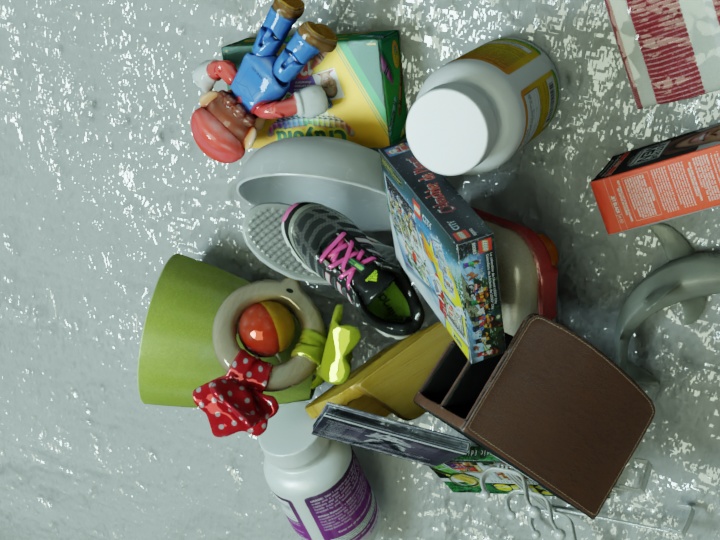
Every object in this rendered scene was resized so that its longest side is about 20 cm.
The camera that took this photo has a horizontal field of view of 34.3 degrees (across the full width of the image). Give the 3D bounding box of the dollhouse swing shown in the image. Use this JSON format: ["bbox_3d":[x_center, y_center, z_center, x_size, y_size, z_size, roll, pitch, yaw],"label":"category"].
[{"bbox_3d":[0.073,0.167,1.295,0.176,0.181,0.200,56,156,-1],"label":"dollhouse swing"}]

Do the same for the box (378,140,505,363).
[{"bbox_3d":[0.077,-0.023,1.131,0.038,0.200,0.137,-18,126,-11],"label":"box"}]

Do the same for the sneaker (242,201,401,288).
[{"bbox_3d":[-0.046,-0.020,1.322,0.199,0.079,0.079,21,88,-17],"label":"sneaker"}]

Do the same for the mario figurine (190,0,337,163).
[{"bbox_3d":[-0.108,-0.201,1.268,0.200,0.106,0.124,-48,43,24],"label":"mario figurine"}]

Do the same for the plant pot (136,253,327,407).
[{"bbox_3d":[-0.146,0.091,1.419,0.199,0.187,0.188,12,117,5],"label":"plant pot"}]

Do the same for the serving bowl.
[{"bbox_3d":[-0.033,-0.102,1.281,0.199,0.200,0.066,4,77,26],"label":"serving bowl"}]

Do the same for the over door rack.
[{"bbox_3d":[0.250,0.268,1.298,0.199,0.067,0.148,-8,146,33],"label":"over door rack"}]

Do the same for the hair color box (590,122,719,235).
[{"bbox_3d":[0.333,-0.099,1.126,0.199,0.101,0.062,-15,103,30],"label":"hair color box"}]

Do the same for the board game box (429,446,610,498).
[{"bbox_3d":[0.182,0.234,1.357,0.199,0.024,0.105,-4,149,28],"label":"board game box"}]

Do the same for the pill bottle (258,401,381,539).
[{"bbox_3d":[-0.053,0.256,1.429,0.112,0.113,0.201,2,135,26],"label":"pill bottle"}]

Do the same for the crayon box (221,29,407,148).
[{"bbox_3d":[-0.050,-0.200,1.303,0.199,0.058,0.119,2,111,26],"label":"crayon box"}]

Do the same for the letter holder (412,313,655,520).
[{"bbox_3d":[0.181,0.132,1.179,0.200,0.100,0.143,35,84,-27],"label":"letter holder"}]

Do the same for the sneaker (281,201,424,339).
[{"bbox_3d":[0.000,0.000,1.251,0.074,0.087,0.200,-46,103,-8],"label":"sneaker"}]

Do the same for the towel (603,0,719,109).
[{"bbox_3d":[0.339,-0.244,1.110,0.199,0.023,0.145,-12,107,32],"label":"towel"}]

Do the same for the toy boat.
[{"bbox_3d":[0.154,-0.005,1.247,0.200,0.130,0.131,27,126,52],"label":"toy boat"}]

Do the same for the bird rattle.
[{"bbox_3d":[-0.102,0.093,1.321,0.113,0.199,0.164,91,154,-69],"label":"bird rattle"}]

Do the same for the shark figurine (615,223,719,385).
[{"bbox_3d":[0.304,0.044,1.212,0.128,0.089,0.215,42,121,7],"label":"shark figurine"}]

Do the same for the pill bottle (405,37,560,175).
[{"bbox_3d":[0.119,-0.159,1.149,0.111,0.200,0.112,9,113,23],"label":"pill bottle"}]

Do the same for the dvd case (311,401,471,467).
[{"bbox_3d":[0.026,0.176,1.234,0.148,0.200,0.016,16,76,-2],"label":"dvd case"}]
